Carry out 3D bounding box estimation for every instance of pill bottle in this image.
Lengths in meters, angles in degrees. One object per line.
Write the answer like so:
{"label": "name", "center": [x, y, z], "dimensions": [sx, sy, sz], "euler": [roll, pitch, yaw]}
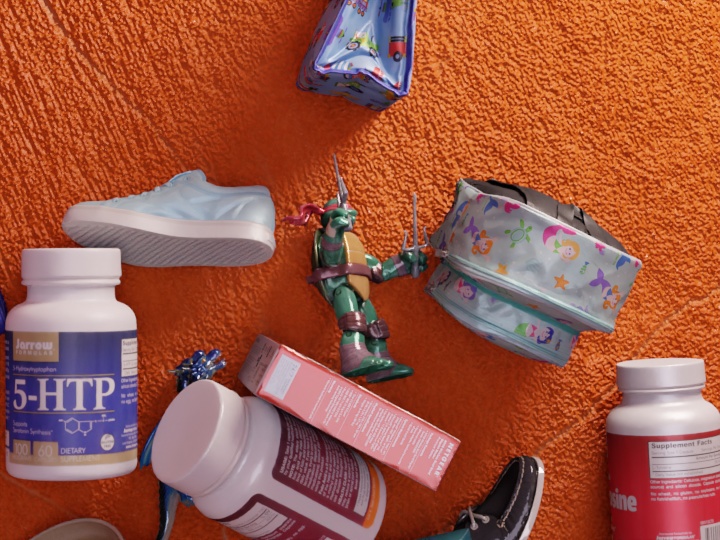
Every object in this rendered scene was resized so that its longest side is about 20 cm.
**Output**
{"label": "pill bottle", "center": [-0.082, 0.183, 1.411], "dimensions": [0.199, 0.114, 0.115], "euler": [34, 85, -33]}
{"label": "pill bottle", "center": [-0.261, 0.082, 1.429], "dimensions": [0.118, 0.120, 0.203], "euler": [-1, 90, -8]}
{"label": "pill bottle", "center": [0.292, 0.188, 1.514], "dimensions": [0.111, 0.112, 0.203], "euler": [-3, 90, -8]}

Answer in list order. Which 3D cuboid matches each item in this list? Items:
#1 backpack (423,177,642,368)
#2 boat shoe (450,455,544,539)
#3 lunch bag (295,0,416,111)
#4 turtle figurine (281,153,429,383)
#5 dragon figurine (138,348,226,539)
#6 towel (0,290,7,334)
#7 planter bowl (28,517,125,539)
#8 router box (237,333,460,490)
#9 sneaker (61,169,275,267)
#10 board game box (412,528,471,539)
{"label": "backpack", "center": [0.156, -0.001, 1.445], "dimensions": [0.176, 0.200, 0.152], "euler": [25, 87, -13]}
{"label": "boat shoe", "center": [0.111, 0.263, 1.511], "dimensions": [0.060, 0.074, 0.202], "euler": [25, 95, -12]}
{"label": "lunch bag", "center": [0.015, -0.260, 1.453], "dimensions": [0.093, 0.151, 0.203], "euler": [15, 88, -8]}
{"label": "turtle figurine", "center": [0.000, 0.000, 1.481], "dimensions": [0.149, 0.100, 0.203], "euler": [6, 71, -51]}
{"label": "dragon figurine", "center": [-0.173, 0.169, 1.472], "dimensions": [0.099, 0.059, 0.201], "euler": [36, 84, -7]}
{"label": "towel", "center": [-0.432, 0.018, 1.444], "dimensions": [0.198, 0.050, 0.149], "euler": [-19, 86, -7]}
{"label": "planter bowl", "center": [-0.251, 0.342, 1.410], "dimensions": [0.200, 0.200, 0.135], "euler": [-40, 123, -6]}
{"label": "router box", "center": [-0.016, 0.123, 1.426], "dimensions": [0.178, 0.200, 0.049], "euler": [29, 86, -9]}
{"label": "sneaker", "center": [-0.176, -0.053, 1.478], "dimensions": [0.197, 0.074, 0.083], "euler": [6, 59, -3]}
{"label": "board game box", "center": [0.023, 0.337, 1.472], "dimensions": [0.198, 0.047, 0.153], "euler": [-14, 92, 15]}
